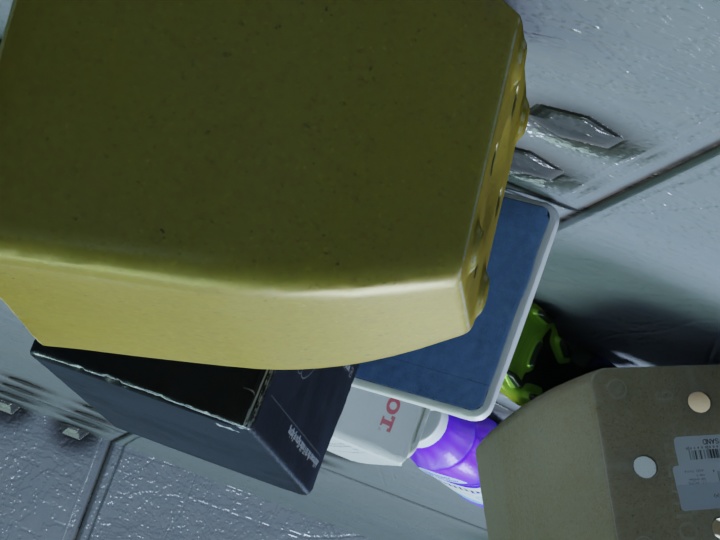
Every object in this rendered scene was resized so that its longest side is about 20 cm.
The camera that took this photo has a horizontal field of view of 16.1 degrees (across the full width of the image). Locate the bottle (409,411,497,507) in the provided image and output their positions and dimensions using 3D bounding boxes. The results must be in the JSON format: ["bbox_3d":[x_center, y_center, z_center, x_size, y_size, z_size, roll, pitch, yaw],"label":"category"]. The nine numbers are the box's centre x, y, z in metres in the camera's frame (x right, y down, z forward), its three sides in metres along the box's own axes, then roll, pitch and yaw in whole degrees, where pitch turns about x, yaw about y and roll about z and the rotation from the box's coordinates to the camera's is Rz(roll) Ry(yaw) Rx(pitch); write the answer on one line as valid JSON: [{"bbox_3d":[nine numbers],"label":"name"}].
[{"bbox_3d":[0.086,0.152,2.175,0.083,0.065,0.200,15,168,29],"label":"bottle"}]

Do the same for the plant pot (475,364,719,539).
[{"bbox_3d":[0.198,0.156,1.612,0.199,0.200,0.177,-1,151,-11],"label":"plant pot"}]

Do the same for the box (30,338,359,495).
[{"bbox_3d":[-0.059,-0.008,1.314,0.124,0.197,0.200,17,168,11],"label":"box"}]

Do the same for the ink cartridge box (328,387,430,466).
[{"bbox_3d":[-0.046,0.017,1.541,0.200,0.146,0.087,23,169,-20],"label":"ink cartridge box"}]

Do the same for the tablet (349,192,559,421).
[{"bbox_3d":[0.000,0.000,1.421,0.200,0.130,0.014,15,165,21],"label":"tablet"}]

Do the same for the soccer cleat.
[{"bbox_3d":[0.111,0.064,1.713,0.084,0.065,0.200,12,167,39],"label":"soccer cleat"}]

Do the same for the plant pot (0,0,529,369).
[{"bbox_3d":[-0.036,-0.058,1.080,0.200,0.195,0.196,12,168,8],"label":"plant pot"}]

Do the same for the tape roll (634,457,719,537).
[{"bbox_3d":[0.269,0.185,2.096,0.203,0.037,0.203,18,169,4],"label":"tape roll"}]
